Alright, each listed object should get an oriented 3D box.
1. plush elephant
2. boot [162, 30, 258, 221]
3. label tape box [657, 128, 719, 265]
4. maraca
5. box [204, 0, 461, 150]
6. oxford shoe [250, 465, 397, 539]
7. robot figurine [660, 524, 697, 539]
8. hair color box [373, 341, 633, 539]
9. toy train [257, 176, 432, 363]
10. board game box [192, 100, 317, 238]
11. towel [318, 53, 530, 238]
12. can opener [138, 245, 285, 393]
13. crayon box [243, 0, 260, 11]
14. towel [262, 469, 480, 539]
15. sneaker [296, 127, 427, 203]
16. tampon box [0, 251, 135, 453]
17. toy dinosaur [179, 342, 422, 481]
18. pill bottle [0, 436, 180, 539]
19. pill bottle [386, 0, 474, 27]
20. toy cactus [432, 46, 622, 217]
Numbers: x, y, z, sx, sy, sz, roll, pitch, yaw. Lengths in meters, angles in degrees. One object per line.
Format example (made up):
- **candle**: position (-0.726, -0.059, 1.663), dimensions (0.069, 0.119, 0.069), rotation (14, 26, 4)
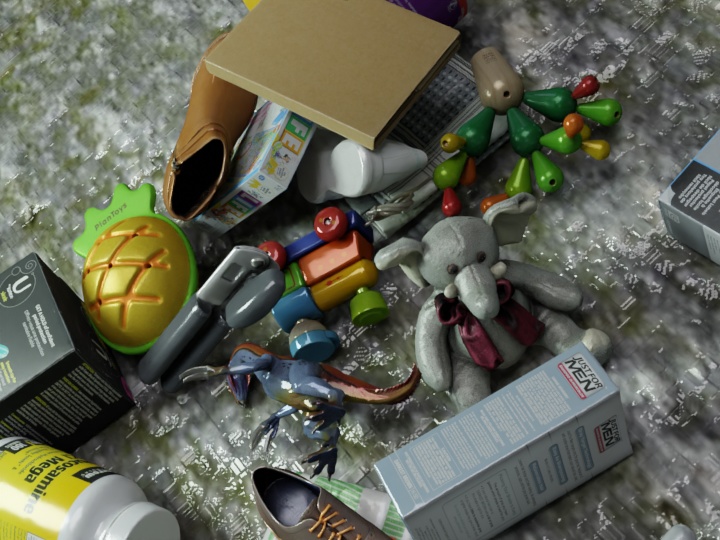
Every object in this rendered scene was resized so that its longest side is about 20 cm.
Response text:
- **plush elephant**: position (0.105, 0.020, 1.074), dimensions (0.163, 0.155, 0.201), rotation (-29, 52, 5)
- **boot**: position (-0.153, -0.146, 1.243), dimensions (0.202, 0.076, 0.155), rotation (-63, 10, 6)
- **label tape box**: position (0.380, -0.052, 1.054), dimensions (0.143, 0.066, 0.200), rotation (-46, 50, -9)
- **maraca**: position (-0.236, -0.004, 1.275), dimensions (0.136, 0.107, 0.201), rotation (-35, 58, 9)
- **box**: position (-0.026, -0.212, 1.189), dimensions (0.199, 0.021, 0.164), rotation (27, 60, 20)
- **oxford shoe**: position (-0.020, 0.229, 1.021), dimensions (0.199, 0.073, 0.072), rotation (26, 70, 34)
- **robot figurine**: position (0.196, 0.283, 0.888), dimensions (0.200, 0.113, 0.169), rotation (-48, 48, -10)
- **hair color box**: position (0.120, 0.154, 1.003), dimensions (0.199, 0.099, 0.061), rotation (-29, 48, -4)
- **toy train**: position (0.000, 0.000, 1.182), dimensions (0.198, 0.085, 0.117), rotation (-28, 62, 12)
- **board game box**: position (-0.101, -0.121, 1.265), dimensions (0.200, 0.034, 0.136), rotation (-25, 38, 61)
- **towel**: position (0.048, -0.149, 1.290), dimensions (0.199, 0.035, 0.193), rotation (-40, 52, -3)
- **can opener**: position (-0.147, 0.052, 1.176), dimensions (0.200, 0.052, 0.067), rotation (-45, 33, 30)
- **crayon box**: position (-0.057, -0.302, 1.332), dimensions (0.051, 0.200, 0.126), rotation (23, 70, 34)
- **towel**: position (-0.003, 0.260, 1.053), dimensions (0.198, 0.023, 0.154), rotation (9, 63, 30)
- **sneaker**: position (-0.003, -0.107, 1.229), dimensions (0.088, 0.076, 0.200), rotation (-10, 14, -24)
- **tampon box**: position (-0.359, 0.114, 1.247), dimensions (0.199, 0.127, 0.150), rotation (-34, 52, 0)
- **toy dinosaur**: position (-0.060, 0.114, 1.140), dimensions (0.198, 0.106, 0.182), rotation (-17, 32, -12)
- **pill bottle**: position (-0.269, 0.233, 1.136), dimensions (0.198, 0.113, 0.113), rotation (13, 65, 31)
- **pill bottle**: position (0.020, -0.258, 1.295), dimensions (0.200, 0.113, 0.112), rotation (-45, 52, -10)
- **toy cactus**: position (0.148, -0.148, 1.193), dimensions (0.198, 0.102, 0.166), rotation (-27, 64, 7)
